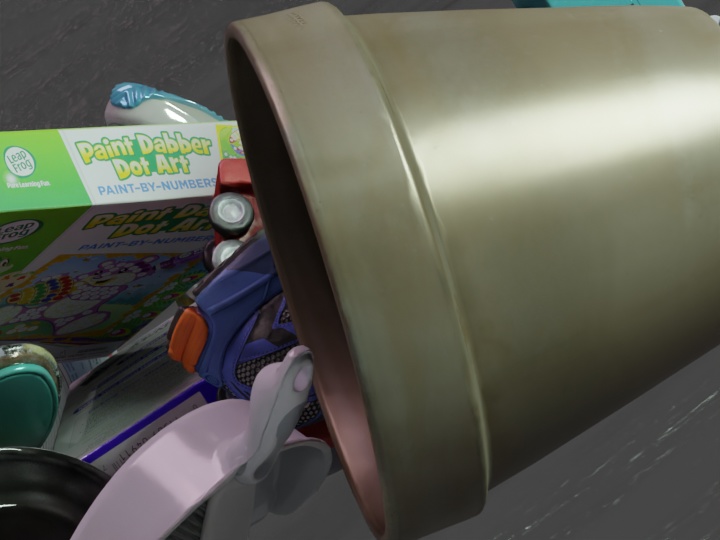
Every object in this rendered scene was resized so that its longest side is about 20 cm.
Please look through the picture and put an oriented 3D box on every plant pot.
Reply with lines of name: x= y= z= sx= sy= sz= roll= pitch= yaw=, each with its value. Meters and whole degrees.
plant pot: x=0.059 y=-0.020 z=0.864 sx=0.173 sy=0.201 sz=0.200 roll=-18 pitch=9 yaw=-7

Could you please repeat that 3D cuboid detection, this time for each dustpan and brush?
dustpan and brush: x=-0.054 y=0.083 z=0.902 sx=0.139 sy=0.057 sz=0.201 roll=-29 pitch=-31 yaw=-34

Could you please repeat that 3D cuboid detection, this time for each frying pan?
frying pan: x=-0.172 y=0.135 z=0.990 sx=0.189 sy=0.115 sz=0.031 roll=-22 pitch=-35 yaw=-37

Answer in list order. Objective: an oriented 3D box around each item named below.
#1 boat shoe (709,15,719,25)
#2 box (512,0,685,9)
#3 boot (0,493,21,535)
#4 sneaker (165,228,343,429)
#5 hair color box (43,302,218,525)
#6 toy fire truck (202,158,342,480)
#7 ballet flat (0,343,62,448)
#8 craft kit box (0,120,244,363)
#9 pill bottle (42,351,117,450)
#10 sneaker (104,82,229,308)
boat shoe: x=0.203 y=-0.088 z=1.047 sx=0.090 sy=0.071 sz=0.200 roll=-10 pitch=2 yaw=1
box: x=0.106 y=-0.097 z=0.968 sx=0.049 sy=0.200 sz=0.082 roll=-33 pitch=10 yaw=-1
boot: x=-0.213 y=0.142 z=1.067 sx=0.107 sy=0.075 sz=0.200 roll=10 pitch=27 yaw=19
sneaker: x=0.010 y=-0.007 z=1.001 sx=0.200 sy=0.078 sz=0.075 roll=-42 pitch=-6 yaw=-15
hair color box: x=-0.092 y=0.075 z=1.160 sx=0.109 sy=0.065 sz=0.200 roll=-33 pitch=12 yaw=3
toy fire truck: x=0.000 y=0.000 z=1.057 sx=0.140 sy=0.201 sz=0.049 roll=0 pitch=-28 yaw=-8
ballet flat: x=-0.192 y=0.081 z=1.155 sx=0.072 sy=0.072 sz=0.201 roll=-40 pitch=-20 yaw=-35
craft kit box: x=-0.157 y=-0.007 z=1.129 sx=0.199 sy=0.049 sz=0.197 roll=-7 pitch=-25 yaw=-42
pill bottle: x=-0.230 y=0.088 z=1.385 sx=0.108 sy=0.109 sz=0.200 roll=-27 pitch=12 yaw=29
sneaker: x=-0.082 y=-0.023 z=1.267 sx=0.076 sy=0.200 sz=0.081 roll=19 pitch=64 yaw=43
